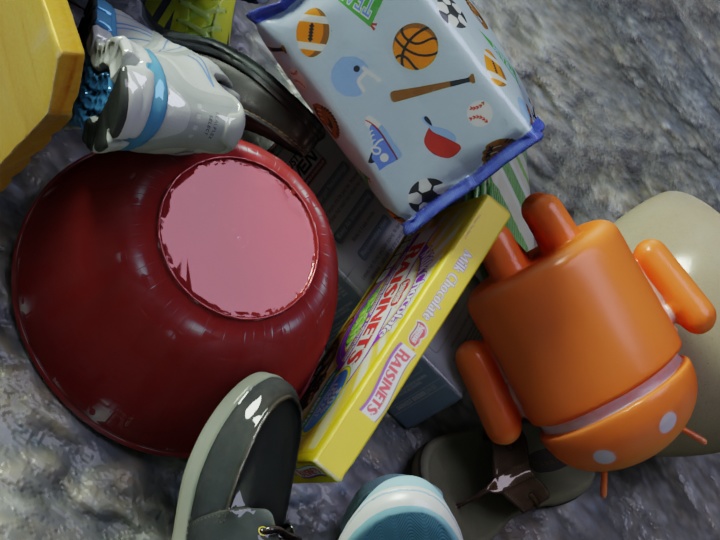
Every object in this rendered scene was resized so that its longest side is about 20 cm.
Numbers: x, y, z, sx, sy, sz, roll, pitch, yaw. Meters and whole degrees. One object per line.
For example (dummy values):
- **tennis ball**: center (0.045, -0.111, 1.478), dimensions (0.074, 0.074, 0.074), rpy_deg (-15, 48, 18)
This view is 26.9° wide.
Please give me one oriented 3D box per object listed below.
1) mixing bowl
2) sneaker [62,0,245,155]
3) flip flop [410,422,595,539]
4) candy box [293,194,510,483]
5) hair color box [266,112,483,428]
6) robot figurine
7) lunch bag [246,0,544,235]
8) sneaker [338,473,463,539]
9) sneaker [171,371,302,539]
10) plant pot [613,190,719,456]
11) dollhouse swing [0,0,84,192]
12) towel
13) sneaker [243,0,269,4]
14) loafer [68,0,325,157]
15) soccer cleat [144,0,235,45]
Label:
- **mixing bowl**: center (-0.088, -0.003, 0.863), dimensions (0.200, 0.108, 0.201), rpy_deg (10, 67, -25)
- **sneaker**: center (-0.114, -0.097, 0.830), dimensions (0.087, 0.075, 0.200), rpy_deg (12, 16, -23)
- **flip flop**: center (0.107, 0.139, 1.037), dimensions (0.200, 0.058, 0.081), rpy_deg (-6, 68, -47)
- **candy box**: center (0.012, 0.043, 0.917), dimensions (0.026, 0.102, 0.200), rpy_deg (41, 67, -17)
- **hair color box**: center (0.000, 0.000, 1.028), dimensions (0.200, 0.061, 0.099), rpy_deg (46, 41, -11)
- **robot figurine**: center (0.148, 0.046, 0.993), dimensions (0.144, 0.117, 0.200), rpy_deg (-32, 94, -37)
- **lunch bag**: center (0.030, -0.127, 0.958), dimensions (0.170, 0.124, 0.200), rpy_deg (55, 15, -5)
- **sneaker**: center (0.019, 0.151, 0.871), dimensions (0.079, 0.200, 0.131), rpy_deg (0, 46, -2)
- **sneaker**: center (-0.042, 0.157, 0.788), dimensions (0.075, 0.106, 0.200), rpy_deg (36, 66, -58)
- **plant pot**: center (0.210, 0.058, 1.120), dimensions (0.134, 0.200, 0.201), rpy_deg (-23, 78, -15)
- **dollhouse swing**: center (-0.177, -0.143, 0.842), dimensions (0.182, 0.200, 0.176), rpy_deg (-23, 80, -50)
- **towel**: center (0.105, -0.056, 1.143), dimensions (0.153, 0.023, 0.200), rpy_deg (54, 30, -54)
- **sneaker**: center (-0.131, -0.198, 0.967), dimensions (0.200, 0.108, 0.070), rpy_deg (49, -3, 46)
- **loafer**: center (-0.118, -0.115, 0.948), dimensions (0.200, 0.073, 0.072), rpy_deg (28, 82, 10)
- **soccer cleat**: center (-0.112, -0.178, 1.023), dimensions (0.065, 0.084, 0.200), rpy_deg (20, 51, -35)
